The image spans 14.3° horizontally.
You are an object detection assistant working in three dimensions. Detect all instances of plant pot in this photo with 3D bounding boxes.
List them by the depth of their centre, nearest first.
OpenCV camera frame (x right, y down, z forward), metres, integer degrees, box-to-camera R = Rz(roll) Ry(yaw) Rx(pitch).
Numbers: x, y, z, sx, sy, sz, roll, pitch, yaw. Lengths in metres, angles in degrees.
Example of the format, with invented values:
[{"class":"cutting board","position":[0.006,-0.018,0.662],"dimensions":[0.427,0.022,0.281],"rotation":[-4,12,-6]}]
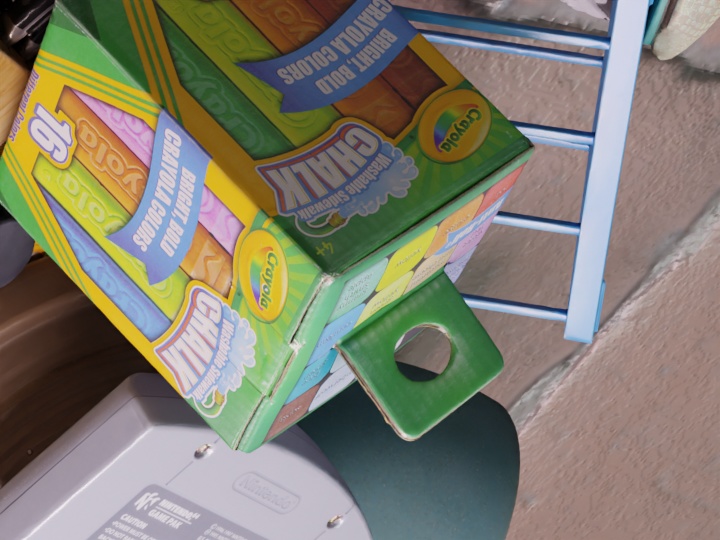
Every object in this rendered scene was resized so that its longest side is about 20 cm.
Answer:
[{"class":"plant pot","position":[-0.121,0.088,1.274],"dimensions":[0.200,0.093,0.201],"rotation":[-24,148,-17]},{"class":"plant pot","position":[-0.035,0.120,1.427],"dimensions":[0.134,0.201,0.200],"rotation":[32,114,-21]}]

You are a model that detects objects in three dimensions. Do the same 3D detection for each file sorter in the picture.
[{"class":"file sorter","position":[0.058,-0.098,1.201],"dimensions":[0.122,0.139,0.201],"rotation":[9,129,4]}]

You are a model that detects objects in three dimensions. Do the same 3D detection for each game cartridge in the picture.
[{"class":"game cartridge","position":[-0.079,0.111,1.223],"dimensions":[0.133,0.041,0.200],"rotation":[-38,148,11]}]

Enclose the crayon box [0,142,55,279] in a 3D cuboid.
[{"class":"crayon box","position":[-0.146,0.015,1.289],"dimensions":[0.125,0.052,0.200],"rotation":[13,124,-50]}]

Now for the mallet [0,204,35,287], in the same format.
[{"class":"mallet","position":[-0.217,0.034,1.182],"dimensions":[0.200,0.066,0.041],"rotation":[-49,149,-17]}]

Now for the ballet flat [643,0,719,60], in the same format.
[{"class":"ballet flat","position":[0.173,-0.183,1.228],"dimensions":[0.067,0.062,0.201],"rotation":[-92,-164,-85]}]

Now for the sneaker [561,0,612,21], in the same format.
[{"class":"sneaker","position":[0.163,-0.175,1.308],"dimensions":[0.199,0.075,0.115],"rotation":[-1,127,-35]}]

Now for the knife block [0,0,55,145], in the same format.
[{"class":"knife block","position":[-0.166,-0.079,1.136],"dimensions":[0.175,0.064,0.201],"rotation":[-15,142,-27]}]

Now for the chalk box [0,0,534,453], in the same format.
[{"class":"chalk box","position":[-0.026,-0.025,1.115],"dimensions":[0.125,0.200,0.124],"rotation":[-35,162,-38]}]
